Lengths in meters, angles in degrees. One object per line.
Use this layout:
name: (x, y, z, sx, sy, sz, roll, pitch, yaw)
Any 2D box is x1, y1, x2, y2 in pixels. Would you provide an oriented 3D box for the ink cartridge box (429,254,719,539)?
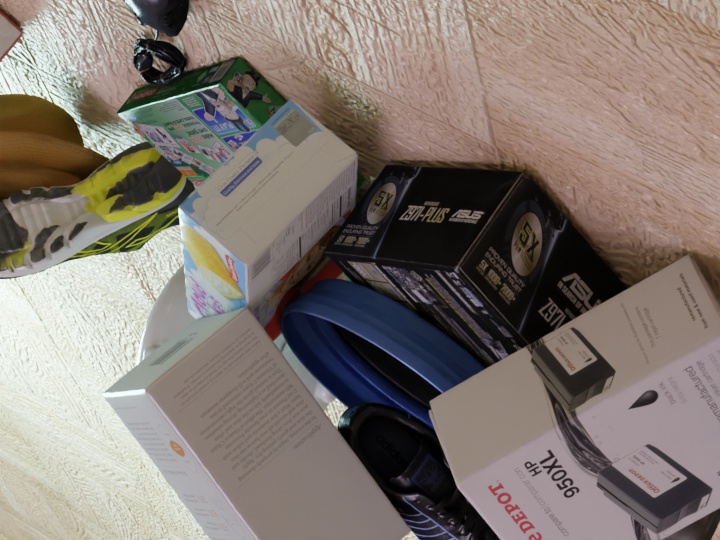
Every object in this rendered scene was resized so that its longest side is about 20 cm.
ink cartridge box: (0.167, 0.105, 1.498, 0.145, 0.200, 0.084, 52, -167, -39)

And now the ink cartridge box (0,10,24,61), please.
ink cartridge box: (-0.367, -0.164, 1.931, 0.067, 0.117, 0.200, 43, 161, -17)

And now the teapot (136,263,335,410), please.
teapot: (-0.085, 0.080, 1.915, 0.146, 0.200, 0.198, 16, 143, 27)

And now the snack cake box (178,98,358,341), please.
snack cake box: (-0.064, -0.024, 1.644, 0.067, 0.115, 0.200, 40, 162, 13)

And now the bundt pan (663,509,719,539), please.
bundt pan: (0.174, 0.175, 1.736, 0.201, 0.076, 0.202, 14, 141, 12)

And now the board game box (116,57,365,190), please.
board game box: (-0.094, -0.095, 1.752, 0.135, 0.029, 0.200, 43, 160, -20)

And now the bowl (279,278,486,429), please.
bowl: (0.033, 0.079, 1.662, 0.200, 0.039, 0.201, 34, 163, 12)

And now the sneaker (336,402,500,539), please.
sneaker: (0.063, 0.168, 1.649, 0.200, 0.070, 0.078, 37, 170, 5)

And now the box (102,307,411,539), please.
box: (-0.076, 0.137, 1.646, 0.200, 0.097, 0.124, 55, 161, -9)

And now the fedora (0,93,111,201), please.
fedora: (-0.295, -0.094, 1.961, 0.200, 0.082, 0.201, -5, 153, -3)

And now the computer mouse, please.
computer mouse: (-0.154, -0.175, 1.665, 0.059, 0.034, 0.200, 33, 161, 7)

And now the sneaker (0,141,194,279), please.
sneaker: (-0.224, -0.034, 1.915, 0.085, 0.199, 0.075, 52, -160, -59)

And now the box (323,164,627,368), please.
box: (0.100, 0.024, 1.603, 0.200, 0.086, 0.164, 46, 159, -27)

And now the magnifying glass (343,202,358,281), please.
magnifying glass: (0.000, 0.000, 1.823, 0.079, 0.022, 0.200, 29, 160, 21)
